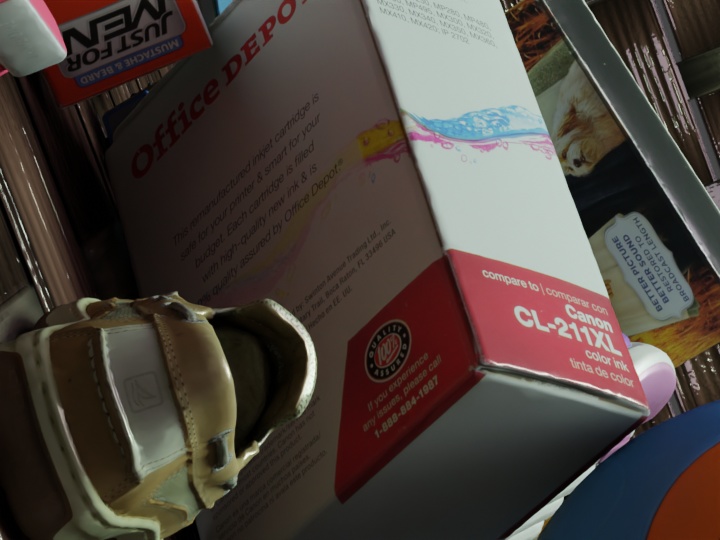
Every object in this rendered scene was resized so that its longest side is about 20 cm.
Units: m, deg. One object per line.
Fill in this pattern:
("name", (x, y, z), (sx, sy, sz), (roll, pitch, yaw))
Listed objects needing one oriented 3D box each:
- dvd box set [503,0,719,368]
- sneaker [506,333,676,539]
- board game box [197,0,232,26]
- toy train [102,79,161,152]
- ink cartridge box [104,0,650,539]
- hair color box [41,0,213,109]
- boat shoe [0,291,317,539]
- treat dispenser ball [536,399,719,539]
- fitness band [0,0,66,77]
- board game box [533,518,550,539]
("dvd box set", (0.040, 0.000, 1.134), (0.146, 0.200, 0.029), (58, 35, 1))
("sneaker", (0.028, 0.070, 1.106), (0.089, 0.200, 0.080), (49, 34, 14))
("board game box", (-0.089, -0.181, 1.187), (0.200, 0.040, 0.153), (55, -12, 23))
("toy train", (-0.062, 0.010, 1.126), (0.046, 0.034, 0.200), (27, 38, -54))
("ink cartridge box", (0.000, 0.000, 1.034), (0.083, 0.146, 0.200), (15, 45, -37))
("hair color box", (-0.119, -0.170, 1.023), (0.111, 0.064, 0.200), (-110, 176, -59))
("boat shoe", (-0.047, 0.036, 0.796), (0.200, 0.076, 0.072), (-65, 134, -86))
("treat dispenser ball", (0.143, 0.138, 0.962), (0.201, 0.200, 0.201), (-21, 90, -87))
("fitness band", (-0.132, -0.130, 0.823), (0.200, 0.037, 0.144), (64, 3, -68))
("board game box", (0.075, 0.133, 1.259), (0.152, 0.200, 0.046), (60, 45, -69))
